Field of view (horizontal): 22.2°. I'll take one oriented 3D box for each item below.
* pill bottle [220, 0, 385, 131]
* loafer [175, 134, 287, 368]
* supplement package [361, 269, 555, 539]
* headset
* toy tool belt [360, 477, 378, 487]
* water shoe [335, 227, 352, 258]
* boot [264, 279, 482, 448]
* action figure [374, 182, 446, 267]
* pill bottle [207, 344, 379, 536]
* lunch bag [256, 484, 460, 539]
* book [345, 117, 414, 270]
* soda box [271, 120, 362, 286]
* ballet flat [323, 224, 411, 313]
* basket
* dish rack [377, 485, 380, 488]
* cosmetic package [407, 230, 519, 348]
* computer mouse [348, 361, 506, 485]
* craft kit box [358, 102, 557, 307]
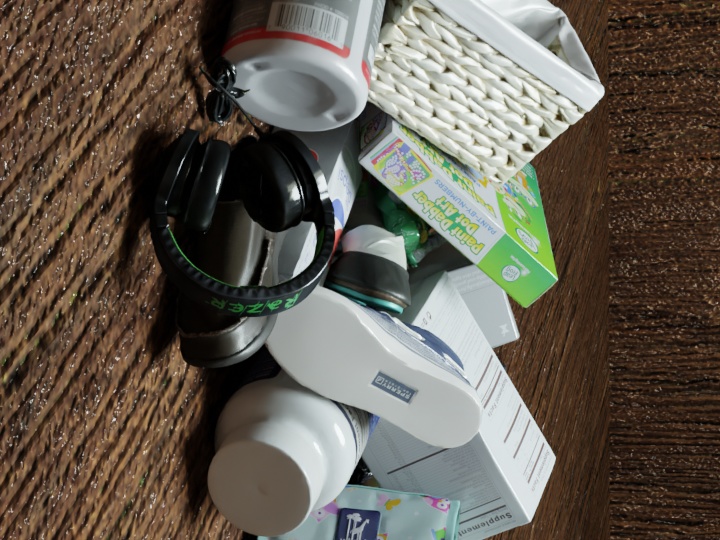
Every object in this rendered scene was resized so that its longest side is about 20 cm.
[{"bbox_3d":[-0.035,-0.218,1.384,0.114,0.113,0.202,66,31,-60],"label":"pill bottle"},{"bbox_3d":[-0.096,-0.018,1.306,0.072,0.072,0.201,67,23,-43],"label":"loafer"},{"bbox_3d":[0.064,0.124,1.562,0.201,0.113,0.110,59,27,-13],"label":"supplement package"},{"bbox_3d":[-0.086,-0.055,1.255,0.094,0.122,0.202,116,-30,-58],"label":"headset"},{"bbox_3d":[0.065,0.224,1.846,0.125,0.122,0.202,-36,128,-71],"label":"toy tool belt"},{"bbox_3d":[-0.013,0.031,1.656,0.079,0.071,0.201,-116,-172,-49],"label":"water shoe"},{"bbox_3d":[0.002,0.059,1.385,0.073,0.199,0.090,-49,-159,14],"label":"boot"},{"bbox_3d":[0.048,-0.053,1.589,0.119,0.054,0.200,65,15,-12],"label":"action figure"},{"bbox_3d":[-0.048,0.118,1.417,0.200,0.110,0.112,-58,148,-61],"label":"pill bottle"},{"bbox_3d":[-0.006,0.273,1.495,0.122,0.169,0.202,66,30,-75],"label":"lunch bag"},{"bbox_3d":[0.010,-0.116,1.664,0.134,0.048,0.202,60,27,-63],"label":"book"},{"bbox_3d":[-0.054,-0.040,1.444,0.201,0.068,0.064,-72,159,-47],"label":"soda box"},{"bbox_3d":[0.000,0.000,1.487,0.200,0.067,0.069,166,-57,-75],"label":"ballet flat"},{"bbox_3d":[0.077,-0.182,1.483,0.199,0.123,0.136,31,26,-31],"label":"basket"},{"bbox_3d":[0.008,0.259,1.649,0.201,0.054,0.153,-64,171,17],"label":"dish rack"},{"bbox_3d":[0.075,0.024,1.728,0.200,0.106,0.091,-132,-157,-80],"label":"cosmetic package"},{"bbox_3d":[0.045,0.133,1.697,0.053,0.199,0.138,53,13,6],"label":"computer mouse"},{"bbox_3d":[0.078,-0.089,1.560,0.200,0.048,0.198,40,26,-23],"label":"craft kit box"}]
